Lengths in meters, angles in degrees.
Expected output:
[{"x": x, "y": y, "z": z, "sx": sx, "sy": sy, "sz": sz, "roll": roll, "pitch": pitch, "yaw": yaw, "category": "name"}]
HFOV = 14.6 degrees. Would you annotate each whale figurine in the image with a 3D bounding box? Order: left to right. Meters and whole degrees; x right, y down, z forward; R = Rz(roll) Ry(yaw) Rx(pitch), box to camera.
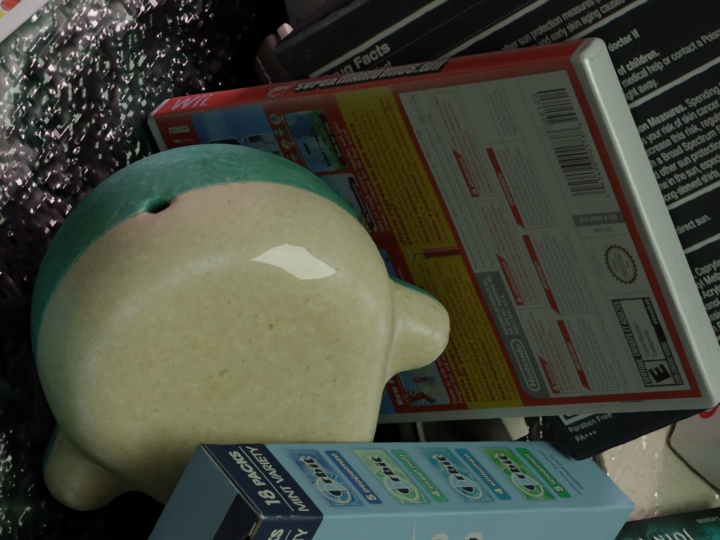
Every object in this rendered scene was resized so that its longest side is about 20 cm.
[{"x": -0.045, "y": 0.038, "z": 1.032, "sx": 0.159, "sy": 0.104, "sz": 0.200, "roll": -25, "pitch": 132, "yaw": -1, "category": "whale figurine"}]

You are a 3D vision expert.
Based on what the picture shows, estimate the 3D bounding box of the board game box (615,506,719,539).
[{"x": 0.141, "y": 0.164, "z": 1.208, "sx": 0.200, "sy": 0.135, "sz": 0.028, "roll": -4, "pitch": 133, "yaw": -47, "category": "board game box"}]

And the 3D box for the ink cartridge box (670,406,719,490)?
[{"x": 0.254, "y": 0.036, "z": 1.270, "sx": 0.084, "sy": 0.200, "sz": 0.147, "roll": 38, "pitch": 63, "yaw": -36, "category": "ink cartridge box"}]

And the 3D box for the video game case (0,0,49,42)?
[{"x": -0.143, "y": -0.192, "z": 0.981, "sx": 0.182, "sy": 0.023, "sz": 0.200, "roll": -46, "pitch": 122, "yaw": -36, "category": "video game case"}]

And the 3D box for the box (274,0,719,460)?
[{"x": 0.114, "y": -0.066, "z": 1.021, "sx": 0.199, "sy": 0.200, "sz": 0.123, "roll": 53, "pitch": 45, "yaw": -11, "category": "box"}]

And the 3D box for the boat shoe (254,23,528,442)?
[{"x": 0.000, "y": 0.000, "z": 1.101, "sx": 0.057, "sy": 0.067, "sz": 0.200, "roll": -30, "pitch": 112, "yaw": 1, "category": "boat shoe"}]

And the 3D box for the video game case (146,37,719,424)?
[{"x": 0.026, "y": -0.008, "z": 1.028, "sx": 0.017, "sy": 0.199, "sz": 0.143, "roll": -47, "pitch": 122, "yaw": -44, "category": "video game case"}]

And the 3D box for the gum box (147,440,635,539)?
[{"x": -0.012, "y": 0.141, "z": 1.037, "sx": 0.200, "sy": 0.045, "sz": 0.170, "roll": 2, "pitch": 125, "yaw": -46, "category": "gum box"}]

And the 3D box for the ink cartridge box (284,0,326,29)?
[{"x": 0.034, "y": -0.198, "z": 1.151, "sx": 0.200, "sy": 0.043, "sz": 0.174, "roll": -25, "pitch": 107, "yaw": -43, "category": "ink cartridge box"}]
